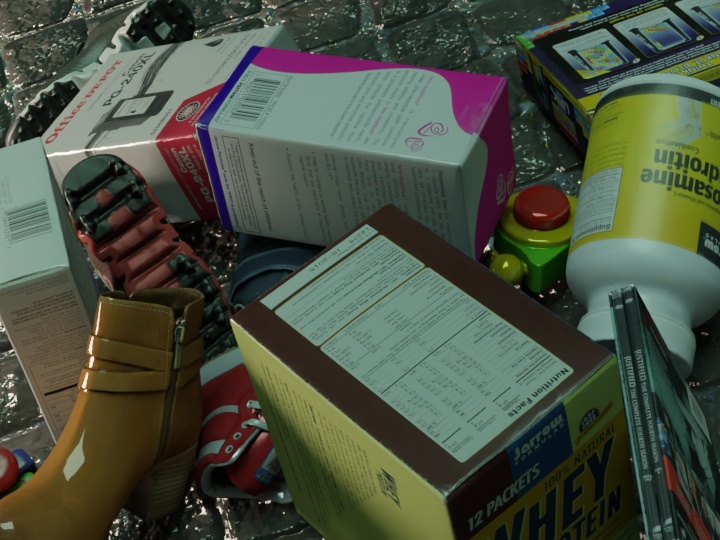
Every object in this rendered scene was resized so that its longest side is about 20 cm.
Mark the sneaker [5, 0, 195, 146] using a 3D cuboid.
[{"bbox_3d":[-0.233,-0.166,1.481,0.200,0.067,0.090,-44,22,-8],"label":"sneaker"}]

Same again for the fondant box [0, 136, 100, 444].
[{"bbox_3d":[-0.212,0.029,1.175,0.058,0.201,0.145,-17,44,-6],"label":"fondant box"}]

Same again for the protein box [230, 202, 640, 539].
[{"bbox_3d":[0.050,0.105,1.033,0.135,0.199,0.200,-36,48,-20],"label":"protein box"}]

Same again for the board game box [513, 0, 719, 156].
[{"bbox_3d":[0.245,-0.167,1.345,0.199,0.057,0.166,-20,33,-6],"label":"board game box"}]

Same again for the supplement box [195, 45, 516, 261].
[{"bbox_3d":[0.000,-0.082,1.193,0.199,0.104,0.101,9,45,23],"label":"supplement box"}]

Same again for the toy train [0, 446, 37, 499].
[{"bbox_3d":[-0.269,0.217,1.095,0.200,0.085,0.116,-37,62,-22],"label":"toy train"}]

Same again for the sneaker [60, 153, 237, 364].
[{"bbox_3d":[-0.152,0.008,1.261,0.071,0.098,0.201,-33,77,-8],"label":"sneaker"}]

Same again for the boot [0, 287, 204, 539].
[{"bbox_3d":[-0.162,0.094,1.060,0.076,0.156,0.200,19,17,31],"label":"boot"}]

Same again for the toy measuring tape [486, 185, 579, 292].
[{"bbox_3d":[0.157,-0.045,1.261,0.073,0.074,0.200,27,48,34],"label":"toy measuring tape"}]

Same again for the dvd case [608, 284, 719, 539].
[{"bbox_3d":[0.195,0.126,1.020,0.022,0.146,0.201,-19,42,19],"label":"dvd case"}]

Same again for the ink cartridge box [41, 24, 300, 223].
[{"bbox_3d":[-0.150,-0.112,1.346,0.199,0.084,0.146,-3,41,38],"label":"ink cartridge box"}]

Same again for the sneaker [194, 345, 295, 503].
[{"bbox_3d":[-0.039,0.084,1.134,0.200,0.071,0.113,-35,39,28],"label":"sneaker"}]

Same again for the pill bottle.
[{"bbox_3d":[0.204,-0.027,1.173,0.111,0.112,0.201,5,66,18],"label":"pill bottle"}]

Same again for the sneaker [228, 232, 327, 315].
[{"bbox_3d":[0.000,0.001,1.235,0.201,0.077,0.147,-7,38,13],"label":"sneaker"}]
